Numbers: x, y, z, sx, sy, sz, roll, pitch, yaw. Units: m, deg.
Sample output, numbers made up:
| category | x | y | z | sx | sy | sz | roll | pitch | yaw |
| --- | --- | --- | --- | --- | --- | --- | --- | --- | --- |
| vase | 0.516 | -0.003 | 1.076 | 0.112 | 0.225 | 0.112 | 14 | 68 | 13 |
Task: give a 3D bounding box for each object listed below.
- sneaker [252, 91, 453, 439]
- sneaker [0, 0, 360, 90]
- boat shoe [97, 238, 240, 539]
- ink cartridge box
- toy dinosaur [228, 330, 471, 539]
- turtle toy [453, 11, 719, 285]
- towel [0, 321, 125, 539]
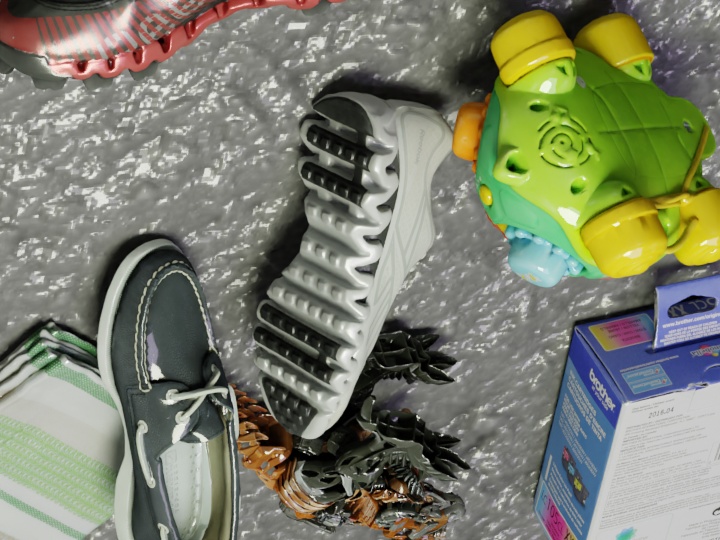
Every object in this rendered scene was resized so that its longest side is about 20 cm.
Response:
| category | x | y | z | sx | sy | sz | roll | pitch | yaw |
| --- | --- | --- | --- | --- | --- | --- | --- | --- | --- |
| sneaker | 0.000 | 0.000 | 1.299 | 0.081 | 0.075 | 0.200 | -7 | 122 | -45 |
| sneaker | -0.082 | -0.151 | 1.117 | 0.200 | 0.071 | 0.098 | -21 | 139 | -14 |
| boat shoe | -0.096 | 0.080 | 1.311 | 0.076 | 0.060 | 0.200 | -28 | 128 | -34 |
| ink cartridge box | 0.196 | 0.093 | 1.517 | 0.136 | 0.076 | 0.200 | -11 | 137 | -22 |
| toy dinosaur | -0.010 | 0.109 | 1.408 | 0.136 | 0.102 | 0.200 | -37 | 151 | 31 |
| turtle toy | 0.126 | -0.054 | 1.283 | 0.101 | 0.146 | 0.200 | -35 | 163 | 34 |
| towel | -0.195 | 0.125 | 1.357 | 0.200 | 0.031 | 0.149 | -41 | 137 | 13 |
